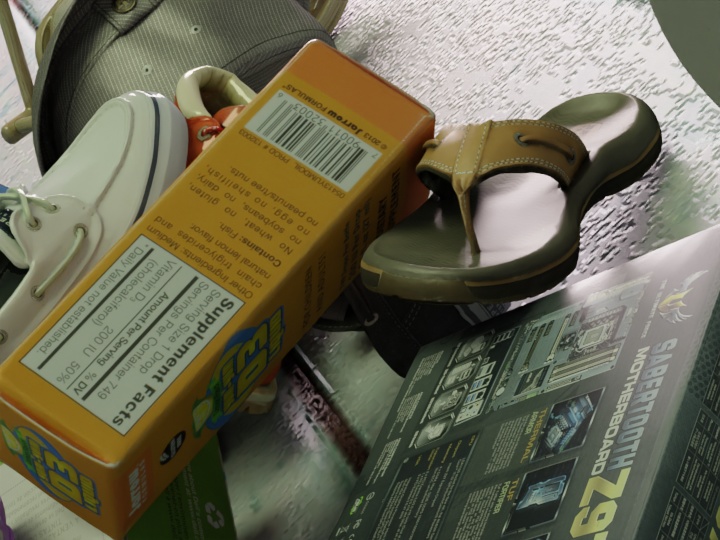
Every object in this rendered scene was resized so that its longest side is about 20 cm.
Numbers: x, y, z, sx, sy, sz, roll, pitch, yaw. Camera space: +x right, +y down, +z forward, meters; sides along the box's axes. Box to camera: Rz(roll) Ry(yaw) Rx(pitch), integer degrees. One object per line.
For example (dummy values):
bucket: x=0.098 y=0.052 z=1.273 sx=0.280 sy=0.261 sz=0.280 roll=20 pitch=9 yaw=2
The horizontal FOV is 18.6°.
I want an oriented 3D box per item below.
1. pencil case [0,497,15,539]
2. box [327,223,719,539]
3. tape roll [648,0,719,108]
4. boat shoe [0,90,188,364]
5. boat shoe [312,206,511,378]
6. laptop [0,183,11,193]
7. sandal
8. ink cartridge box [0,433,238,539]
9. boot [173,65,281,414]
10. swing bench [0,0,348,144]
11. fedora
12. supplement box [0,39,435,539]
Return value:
pencil case: x=-0.126 y=0.156 z=0.763 sx=0.085 sy=0.084 sz=0.200 roll=-28 pitch=46 yaw=-16
box: x=0.056 y=0.085 z=0.712 sx=0.158 sy=0.051 sz=0.200 roll=-26 pitch=28 yaw=41
tape roll: x=0.191 y=-0.138 z=0.666 sx=0.203 sy=0.203 sz=0.139 roll=-29 pitch=25 yaw=35
boat shoe: x=-0.140 y=-0.004 z=0.961 sx=0.073 sy=0.067 sz=0.200 roll=-4 pitch=56 yaw=45
boat shoe: x=0.000 y=0.000 z=0.959 sx=0.066 sy=0.070 sz=0.200 roll=-45 pitch=29 yaw=-3
laptop: x=-0.239 y=-0.016 z=1.349 sx=0.200 sy=0.116 sz=0.187 roll=-25 pitch=30 yaw=42
sandal: x=0.060 y=-0.039 z=0.847 sx=0.082 sy=0.055 sz=0.200 roll=2 pitch=25 yaw=33
ink cartridge box: x=-0.115 y=0.167 z=0.857 sx=0.148 sy=0.076 sz=0.200 roll=-34 pitch=51 yaw=25
boot: x=-0.068 y=-0.018 z=0.998 sx=0.107 sy=0.075 sz=0.200 roll=-62 pitch=27 yaw=23
swing bench: x=-0.122 y=-0.174 z=1.384 sx=0.200 sy=0.130 sz=0.199 roll=-20 pitch=8 yaw=-27
fedora: x=-0.081 y=-0.097 z=1.196 sx=0.200 sy=0.177 sz=0.090 roll=-37 pitch=48 yaw=-19
supplement box: x=-0.054 y=0.005 z=0.840 sx=0.200 sy=0.069 sz=0.067 roll=-47 pitch=-20 yaw=-25
